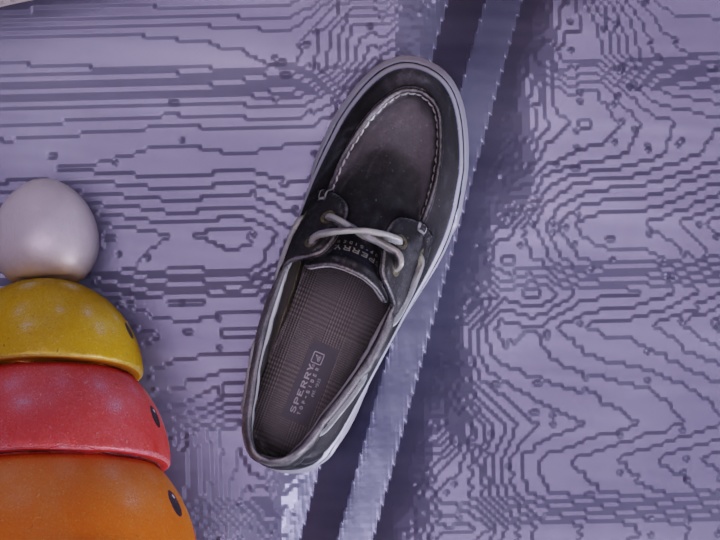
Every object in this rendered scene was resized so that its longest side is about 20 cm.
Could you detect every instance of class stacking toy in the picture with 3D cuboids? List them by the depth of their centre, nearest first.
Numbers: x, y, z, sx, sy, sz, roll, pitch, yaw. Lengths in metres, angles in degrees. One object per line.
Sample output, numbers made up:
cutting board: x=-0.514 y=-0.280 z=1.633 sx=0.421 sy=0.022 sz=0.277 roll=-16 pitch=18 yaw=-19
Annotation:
stacking toy: x=-0.139 y=0.054 z=0.735 sx=0.146 sy=0.146 sz=0.201 roll=-3 pitch=77 yaw=1

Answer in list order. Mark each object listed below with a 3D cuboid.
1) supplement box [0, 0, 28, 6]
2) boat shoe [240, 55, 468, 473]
supplement box: x=-0.146 y=-0.186 z=0.717 sx=0.199 sy=0.074 sz=0.126 roll=-13 pitch=83 yaw=-10
boat shoe: x=0.000 y=0.000 z=0.744 sx=0.072 sy=0.071 sz=0.201 roll=18 pitch=91 yaw=1
